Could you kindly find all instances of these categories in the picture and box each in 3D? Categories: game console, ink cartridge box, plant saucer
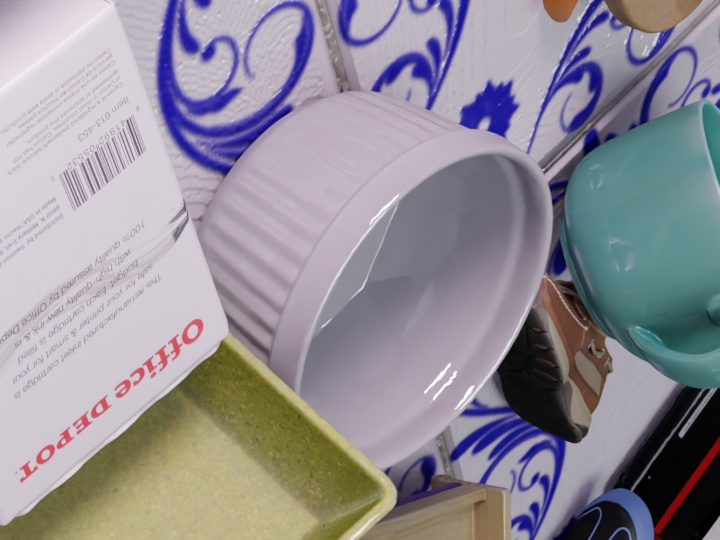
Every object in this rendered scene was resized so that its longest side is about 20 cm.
[{"bbox_3d":[0.286,0.130,1.706,0.200,0.031,0.177,-54,145,-4],"label":"game console"},{"bbox_3d":[-0.154,-0.012,0.905,0.145,0.084,0.200,-41,139,-24],"label":"ink cartridge box"},{"bbox_3d":[-0.119,0.112,0.983,0.200,0.200,0.048,-40,158,-24],"label":"plant saucer"}]

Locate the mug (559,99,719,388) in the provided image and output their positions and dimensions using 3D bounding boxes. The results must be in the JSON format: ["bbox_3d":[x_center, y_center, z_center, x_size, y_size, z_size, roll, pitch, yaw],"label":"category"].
[{"bbox_3d":[0.191,-0.013,1.312,0.114,0.152,0.185,-23,-173,21],"label":"mug"}]

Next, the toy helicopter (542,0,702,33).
[{"bbox_3d":[0.156,-0.221,1.187,0.132,0.079,0.200,-33,132,-18],"label":"toy helicopter"}]

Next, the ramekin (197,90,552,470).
[{"bbox_3d":[0.000,0.000,1.121,0.200,0.105,0.201,-33,141,-32],"label":"ramekin"}]

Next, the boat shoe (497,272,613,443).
[{"bbox_3d":[0.122,0.040,1.364,0.074,0.075,0.200,-55,156,-16],"label":"boat shoe"}]

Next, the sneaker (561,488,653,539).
[{"bbox_3d":[0.156,0.260,1.602,0.078,0.070,0.201,-6,123,-57],"label":"sneaker"}]

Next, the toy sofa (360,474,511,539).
[{"bbox_3d":[0.004,0.189,1.336,0.200,0.097,0.083,-11,102,-49],"label":"toy sofa"}]
